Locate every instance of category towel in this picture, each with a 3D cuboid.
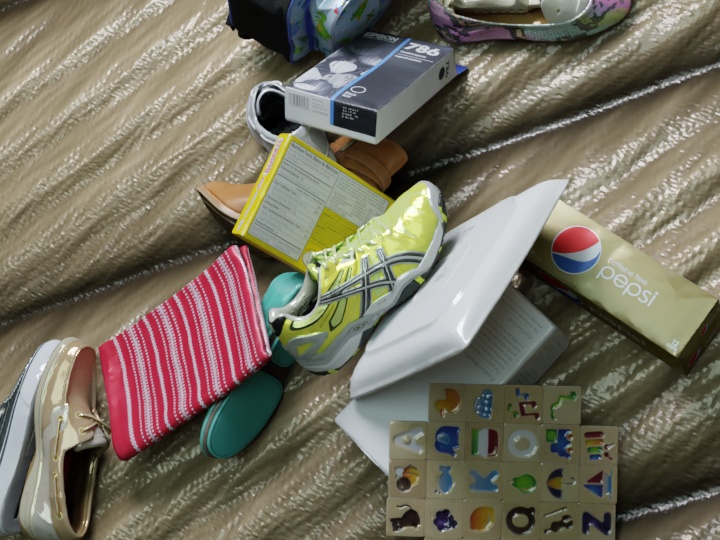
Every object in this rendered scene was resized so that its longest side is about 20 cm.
[{"bbox_3d":[-0.173,0.079,1.366,0.200,0.022,0.145,-35,48,23],"label":"towel"}]

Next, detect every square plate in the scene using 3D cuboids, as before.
[{"bbox_3d":[0.077,0.013,1.228,0.028,0.200,0.198,41,59,-12],"label":"square plate"}]

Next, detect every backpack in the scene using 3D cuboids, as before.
[{"bbox_3d":[-0.030,-0.312,1.405,0.147,0.183,0.201,32,81,6],"label":"backpack"}]

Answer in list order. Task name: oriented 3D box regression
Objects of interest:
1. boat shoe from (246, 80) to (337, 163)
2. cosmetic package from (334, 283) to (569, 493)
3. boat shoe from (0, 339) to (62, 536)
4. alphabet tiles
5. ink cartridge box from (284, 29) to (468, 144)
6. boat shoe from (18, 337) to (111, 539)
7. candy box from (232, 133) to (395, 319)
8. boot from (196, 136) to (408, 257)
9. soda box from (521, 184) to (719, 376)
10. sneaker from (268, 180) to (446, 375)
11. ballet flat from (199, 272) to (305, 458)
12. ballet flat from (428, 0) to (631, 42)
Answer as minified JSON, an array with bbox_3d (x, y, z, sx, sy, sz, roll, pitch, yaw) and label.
[{"bbox_3d":[-0.079,-0.149,1.381,0.072,0.069,0.200,-24,33,3],"label":"boat shoe"},{"bbox_3d":[0.084,0.100,1.282,0.200,0.074,0.102,-47,64,3],"label":"cosmetic package"},{"bbox_3d":[-0.347,0.161,1.419,0.071,0.072,0.201,12,76,26],"label":"boat shoe"},{"bbox_3d":[0.122,0.182,1.227,0.199,0.006,0.168,1,90,2],"label":"alphabet tiles"},{"bbox_3d":[0.020,-0.184,1.348,0.099,0.039,0.200,16,34,23],"label":"ink cartridge box"},{"bbox_3d":[-0.278,0.167,1.392,0.069,0.074,0.201,4,84,27],"label":"boat shoe"},{"bbox_3d":[-0.016,-0.034,1.302,0.026,0.200,0.103,10,72,56],"label":"candy box"},{"bbox_3d":[-0.057,-0.084,1.402,0.199,0.074,0.155,26,70,38],"label":"boot"},{"bbox_3d":[0.223,0.008,1.262,0.200,0.068,0.064,35,86,26],"label":"soda box"},{"bbox_3d":[0.000,0.000,1.252,0.200,0.076,0.075,-52,31,1],"label":"sneaker"},{"bbox_3d":[-0.100,0.087,1.365,0.070,0.067,0.201,27,82,49],"label":"ballet flat"},{"bbox_3d":[0.159,-0.260,1.373,0.199,0.071,0.070,-1,71,20],"label":"ballet flat"}]
